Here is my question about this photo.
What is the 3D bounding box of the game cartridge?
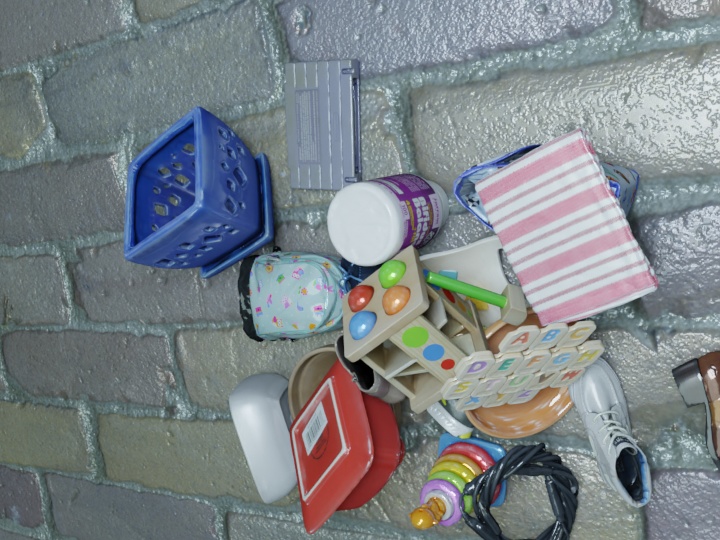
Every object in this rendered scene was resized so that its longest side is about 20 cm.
[{"bbox_3d":[-0.060,-0.228,1.170,0.129,0.038,0.201,8,105,33],"label":"game cartridge"}]

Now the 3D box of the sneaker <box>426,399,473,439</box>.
[{"bbox_3d":[0.115,0.165,1.145,0.200,0.074,0.085,43,100,16],"label":"sneaker"}]

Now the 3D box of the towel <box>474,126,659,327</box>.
[{"bbox_3d":[0.232,-0.044,0.847,0.146,0.030,0.201,-26,91,35],"label":"towel"}]

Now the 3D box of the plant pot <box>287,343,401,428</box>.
[{"bbox_3d":[-0.012,0.209,1.208,0.200,0.093,0.202,8,106,28],"label":"plant pot"}]

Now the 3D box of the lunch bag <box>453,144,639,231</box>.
[{"bbox_3d":[0.235,-0.096,0.942,0.199,0.170,0.124,16,107,25],"label":"lunch bag"}]

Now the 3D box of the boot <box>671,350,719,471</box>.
[{"bbox_3d":[0.521,0.167,0.913,0.200,0.068,0.189,-27,80,25],"label":"boot"}]

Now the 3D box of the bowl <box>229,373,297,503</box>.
[{"bbox_3d":[-0.140,0.273,1.254,0.074,0.200,0.201,-17,92,7],"label":"bowl"}]

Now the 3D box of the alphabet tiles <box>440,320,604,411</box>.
[{"bbox_3d":[0.202,0.125,0.921,0.196,0.199,0.015,114,147,-48],"label":"alphabet tiles"}]

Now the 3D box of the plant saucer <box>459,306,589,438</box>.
[{"bbox_3d":[0.223,0.138,1.021,0.037,0.199,0.201,-128,46,-62],"label":"plant saucer"}]

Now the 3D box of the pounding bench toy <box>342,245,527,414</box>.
[{"bbox_3d":[0.091,0.050,0.938,0.200,0.124,0.156,-38,119,21],"label":"pounding bench toy"}]

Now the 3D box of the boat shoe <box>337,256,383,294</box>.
[{"bbox_3d":[0.000,0.000,1.099,0.068,0.200,0.084,14,132,-2],"label":"boat shoe"}]

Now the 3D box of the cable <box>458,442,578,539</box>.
[{"bbox_3d":[0.240,0.336,1.072,0.163,0.051,0.200,-48,114,-4],"label":"cable"}]

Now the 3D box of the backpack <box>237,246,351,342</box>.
[{"bbox_3d":[-0.099,0.044,1.202,0.199,0.126,0.168,-4,96,28],"label":"backpack"}]

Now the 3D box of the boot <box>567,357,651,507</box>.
[{"bbox_3d":[0.339,0.211,0.986,0.073,0.096,0.201,-21,96,1],"label":"boot"}]

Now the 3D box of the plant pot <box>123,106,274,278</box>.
[{"bbox_3d":[-0.252,-0.109,1.200,0.200,0.180,0.201,-28,55,32],"label":"plant pot"}]

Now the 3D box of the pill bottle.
[{"bbox_3d":[0.049,-0.077,1.040,0.112,0.200,0.113,8,106,29],"label":"pill bottle"}]

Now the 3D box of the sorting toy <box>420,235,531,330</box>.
[{"bbox_3d":[0.168,0.044,1.065,0.180,0.107,0.200,-33,84,25],"label":"sorting toy"}]

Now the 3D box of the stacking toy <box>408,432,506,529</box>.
[{"bbox_3d":[0.130,0.329,1.086,0.116,0.200,0.110,8,105,30],"label":"stacking toy"}]

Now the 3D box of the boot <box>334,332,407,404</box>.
[{"bbox_3d":[0.014,0.107,1.072,0.070,0.146,0.200,-51,56,18],"label":"boot"}]

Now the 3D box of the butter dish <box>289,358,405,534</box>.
[{"bbox_3d":[-0.002,0.257,1.083,0.200,0.147,0.200,-57,33,31],"label":"butter dish"}]
